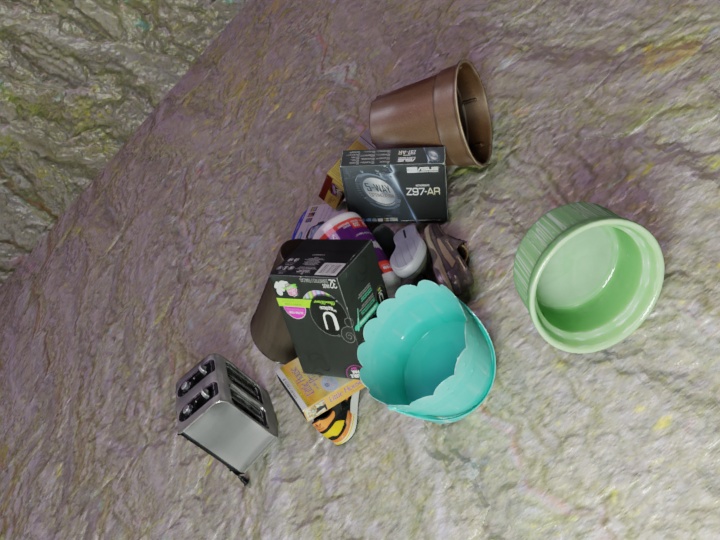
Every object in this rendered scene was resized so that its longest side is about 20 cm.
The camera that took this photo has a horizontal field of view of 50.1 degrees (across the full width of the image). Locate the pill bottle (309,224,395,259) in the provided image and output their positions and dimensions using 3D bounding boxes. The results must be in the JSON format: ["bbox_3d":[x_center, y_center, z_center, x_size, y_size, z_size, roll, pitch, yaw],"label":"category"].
[{"bbox_3d":[-0.021,-0.031,1.568,0.198,0.111,0.114,-13,50,43],"label":"pill bottle"}]

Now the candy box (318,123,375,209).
[{"bbox_3d":[-0.009,-0.242,1.711,0.201,0.056,0.117,-51,-2,-23],"label":"candy box"}]

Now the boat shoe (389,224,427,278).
[{"bbox_3d":[0.098,-0.027,1.416,0.071,0.063,0.201,-31,17,15],"label":"boat shoe"}]

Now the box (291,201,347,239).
[{"bbox_3d":[-0.083,-0.094,1.763,0.198,0.041,0.121,-3,58,51],"label":"box"}]

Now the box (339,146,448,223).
[{"bbox_3d":[0.068,-0.159,1.464,0.195,0.162,0.044,0,52,8],"label":"box"}]

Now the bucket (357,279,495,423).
[{"bbox_3d":[0.111,0.137,1.219,0.204,0.134,0.211,-19,55,29],"label":"bucket"}]

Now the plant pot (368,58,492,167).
[{"bbox_3d":[0.133,-0.284,1.494,0.195,0.201,0.203,-8,52,28],"label":"plant pot"}]

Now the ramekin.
[{"bbox_3d":[0.311,0.004,1.079,0.200,0.199,0.098,-45,27,10],"label":"ramekin"}]

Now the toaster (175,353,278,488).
[{"bbox_3d":[-0.261,0.287,1.520,0.119,0.200,0.181,-43,27,8],"label":"toaster"}]

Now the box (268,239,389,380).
[{"bbox_3d":[-0.040,0.065,1.302,0.146,0.203,0.124,3,33,33],"label":"box"}]

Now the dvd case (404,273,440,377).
[{"bbox_3d":[0.075,0.119,1.401,0.149,0.025,0.202,-36,37,25],"label":"dvd case"}]

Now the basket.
[{"bbox_3d":[-0.132,0.050,1.535,0.182,0.133,0.202,-99,25,-52],"label":"basket"}]

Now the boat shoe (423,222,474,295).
[{"bbox_3d":[0.163,-0.020,1.394,0.072,0.075,0.202,-16,38,5],"label":"boat shoe"}]

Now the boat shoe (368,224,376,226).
[{"bbox_3d":[0.012,-0.155,1.676,0.064,0.072,0.203,-10,47,44],"label":"boat shoe"}]

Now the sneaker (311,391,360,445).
[{"bbox_3d":[-0.051,0.212,1.408,0.069,0.090,0.203,-29,41,29],"label":"sneaker"}]

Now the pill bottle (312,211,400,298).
[{"bbox_3d":[0.000,0.000,1.417,0.112,0.112,0.202,-40,71,16],"label":"pill bottle"}]

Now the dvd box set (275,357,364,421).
[{"bbox_3d":[-0.040,0.171,1.368,0.198,0.030,0.146,-29,31,-13],"label":"dvd box set"}]
